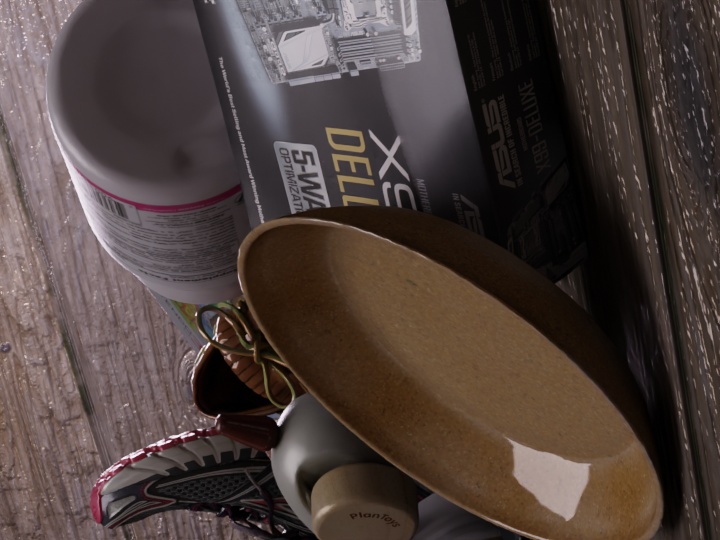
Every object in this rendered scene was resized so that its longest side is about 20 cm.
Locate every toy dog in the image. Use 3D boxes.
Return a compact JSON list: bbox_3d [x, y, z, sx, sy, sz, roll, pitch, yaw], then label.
[{"bbox_3d":[-0.028,0.113,1.210,0.132,0.096,0.201,-90,9,-55],"label":"toy dog"}]

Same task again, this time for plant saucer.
[{"bbox_3d":[0.042,0.036,1.016,0.199,0.036,0.201,30,156,15],"label":"plant saucer"}]

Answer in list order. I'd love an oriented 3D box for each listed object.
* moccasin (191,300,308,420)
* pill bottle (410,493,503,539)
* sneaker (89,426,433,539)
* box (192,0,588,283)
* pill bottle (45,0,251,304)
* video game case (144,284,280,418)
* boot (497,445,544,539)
[{"bbox_3d":[-0.040,0.035,1.279,0.074,0.078,0.201,56,155,-4],"label":"moccasin"},{"bbox_3d":[0.075,0.193,1.199,0.200,0.115,0.116,-112,8,-58],"label":"pill bottle"},{"bbox_3d":[-0.041,0.115,1.321,0.081,0.198,0.075,150,116,-76],"label":"sneaker"},{"bbox_3d":[0.003,-0.093,1.033,0.157,0.050,0.201,11,122,47],"label":"box"},{"bbox_3d":[-0.083,-0.057,1.225,0.200,0.113,0.114,87,167,-73],"label":"pill bottle"},{"bbox_3d":[-0.080,0.010,1.460,0.182,0.022,0.200,52,161,5],"label":"video game case"},{"bbox_3d":[0.061,0.048,1.176,0.200,0.065,0.166,-109,-1,-67],"label":"boot"}]
